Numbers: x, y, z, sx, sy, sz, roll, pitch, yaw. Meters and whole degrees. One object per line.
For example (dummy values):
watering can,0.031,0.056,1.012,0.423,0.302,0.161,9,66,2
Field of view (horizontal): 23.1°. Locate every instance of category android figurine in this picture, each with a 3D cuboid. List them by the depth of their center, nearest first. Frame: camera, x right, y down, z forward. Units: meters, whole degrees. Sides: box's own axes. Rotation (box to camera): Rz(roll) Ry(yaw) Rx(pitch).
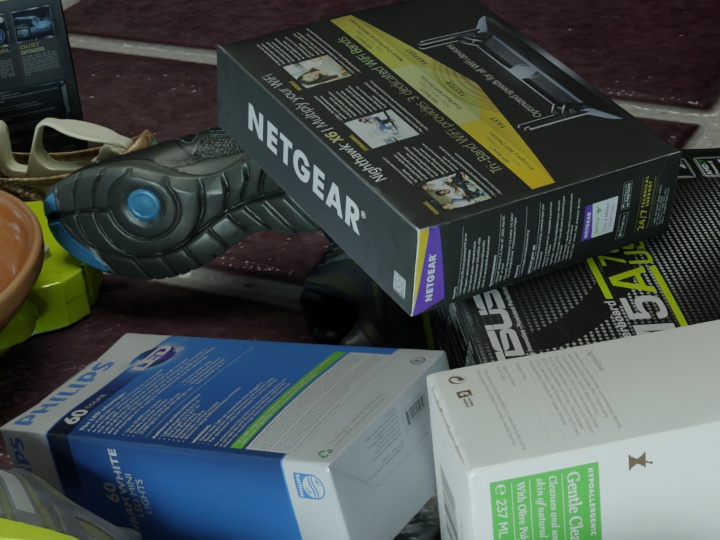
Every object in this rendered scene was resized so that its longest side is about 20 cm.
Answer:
android figurine,-0.241,0.005,1.062,0.200,0.041,0.182,-16,30,-14

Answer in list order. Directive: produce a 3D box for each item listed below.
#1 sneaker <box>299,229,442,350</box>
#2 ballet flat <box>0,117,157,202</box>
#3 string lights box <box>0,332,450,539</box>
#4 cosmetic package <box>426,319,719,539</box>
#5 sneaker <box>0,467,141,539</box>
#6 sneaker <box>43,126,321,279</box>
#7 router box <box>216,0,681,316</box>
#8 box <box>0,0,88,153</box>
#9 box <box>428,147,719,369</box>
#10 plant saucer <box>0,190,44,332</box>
sneaker,0.000,0.000,0.993,0.081,0.074,0.200,-15,28,-10
ballet flat,-0.219,-0.069,1.161,0.200,0.065,0.071,-1,22,9
string lights box,-0.061,0.080,0.833,0.200,0.059,0.103,2,27,36
cosmetic package,0.136,0.089,0.769,0.200,0.108,0.085,-11,29,-6
sneaker,-0.188,0.116,0.784,0.200,0.074,0.081,24,17,4
sneaker,-0.085,-0.048,1.026,0.200,0.073,0.082,-8,26,13
router box,0.040,-0.069,0.903,0.157,0.052,0.200,-17,40,-26
box,-0.296,-0.133,1.198,0.200,0.158,0.051,-13,30,-11
box,0.131,0.008,0.889,0.193,0.048,0.200,0,36,-12
plant saucer,-0.271,0.016,0.977,0.200,0.038,0.200,-8,30,5
